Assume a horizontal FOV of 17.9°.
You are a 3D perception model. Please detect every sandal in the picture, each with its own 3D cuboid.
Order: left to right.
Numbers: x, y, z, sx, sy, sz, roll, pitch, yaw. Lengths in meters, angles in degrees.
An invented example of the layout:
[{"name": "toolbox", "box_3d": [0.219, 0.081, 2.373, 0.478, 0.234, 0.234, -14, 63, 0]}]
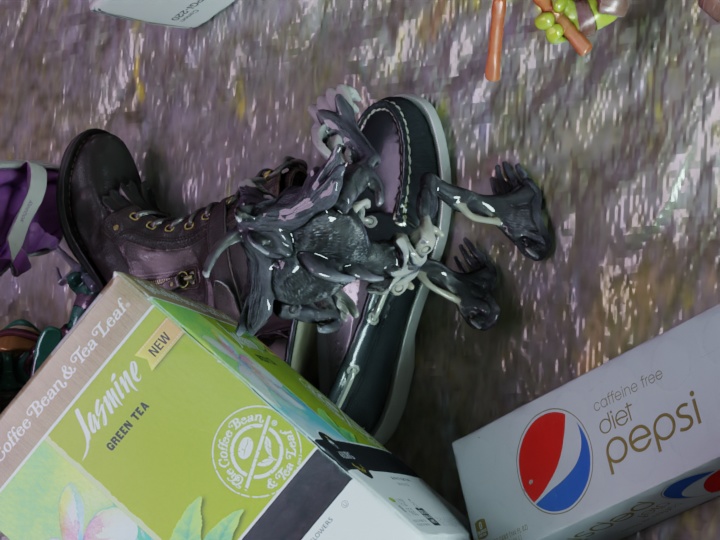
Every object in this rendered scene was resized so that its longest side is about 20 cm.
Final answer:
[{"name": "sandal", "box_3d": [-0.208, -0.031, 1.409, 0.050, 0.203, 0.083, 6, 107, 11]}]

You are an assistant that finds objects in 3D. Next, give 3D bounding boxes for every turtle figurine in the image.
[{"name": "turtle figurine", "box_3d": [-0.224, 0.045, 1.471, 0.200, 0.149, 0.101, -128, 20, -79]}, {"name": "turtle figurine", "box_3d": [0.150, -0.155, 1.103, 0.161, 0.064, 0.200, 36, 104, 36]}]

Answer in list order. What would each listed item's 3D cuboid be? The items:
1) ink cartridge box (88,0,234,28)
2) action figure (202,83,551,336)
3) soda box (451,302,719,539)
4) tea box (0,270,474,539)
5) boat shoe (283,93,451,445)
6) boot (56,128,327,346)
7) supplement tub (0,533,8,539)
[{"name": "ink cartridge box", "box_3d": [-0.110, -0.268, 1.395, 0.146, 0.085, 0.200, -30, 66, 43]}, {"name": "action figure", "box_3d": [-0.006, -0.022, 1.160, 0.102, 0.200, 0.119, 48, 121, 42]}, {"name": "soda box", "box_3d": [0.136, 0.080, 1.093, 0.200, 0.064, 0.068, -32, 63, 41]}, {"name": "tea box", "box_3d": [-0.063, 0.118, 1.119, 0.197, 0.200, 0.134, 39, 92, 12]}, {"name": "boat shoe", "box_3d": [0.000, 0.000, 1.257, 0.076, 0.060, 0.200, 7, 91, 48]}, {"name": "boot", "box_3d": [-0.093, -0.024, 1.372, 0.174, 0.069, 0.200, -30, 68, 37]}, {"name": "supplement tub", "box_3d": [-0.132, 0.222, 1.254, 0.145, 0.145, 0.200, -54, 43, 30]}]
